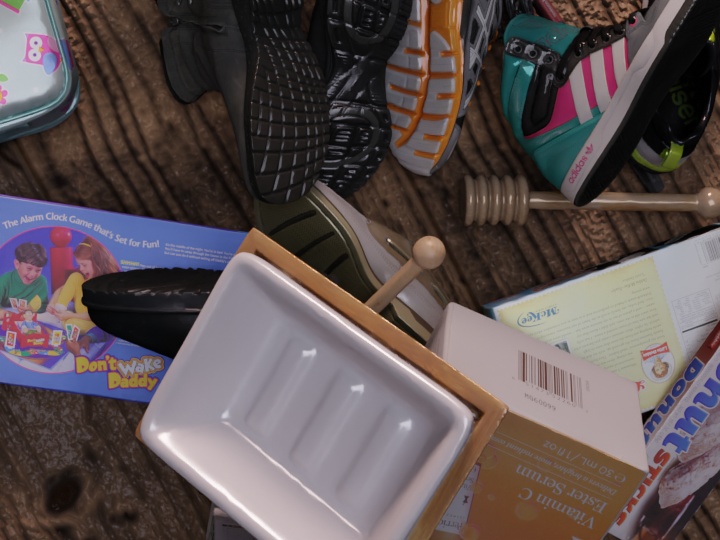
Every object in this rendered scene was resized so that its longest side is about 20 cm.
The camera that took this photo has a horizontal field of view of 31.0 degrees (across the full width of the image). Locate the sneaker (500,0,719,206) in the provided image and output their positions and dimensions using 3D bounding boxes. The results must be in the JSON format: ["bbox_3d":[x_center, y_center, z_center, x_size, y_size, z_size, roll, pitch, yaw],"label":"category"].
[{"bbox_3d":[0.166,-0.159,0.920,0.121,0.084,0.200,41,118,21],"label":"sneaker"}]

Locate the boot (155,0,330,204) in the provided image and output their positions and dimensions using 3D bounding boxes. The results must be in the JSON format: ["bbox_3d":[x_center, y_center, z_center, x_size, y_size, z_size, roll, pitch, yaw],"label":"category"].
[{"bbox_3d":[-0.090,-0.137,0.926,0.068,0.130,0.201,-2,83,-39],"label":"boot"}]

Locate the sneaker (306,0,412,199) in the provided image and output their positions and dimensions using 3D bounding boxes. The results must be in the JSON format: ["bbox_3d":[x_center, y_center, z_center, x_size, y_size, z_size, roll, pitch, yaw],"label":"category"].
[{"bbox_3d":[-0.012,-0.144,0.957,0.076,0.091,0.201,12,112,-17],"label":"sneaker"}]

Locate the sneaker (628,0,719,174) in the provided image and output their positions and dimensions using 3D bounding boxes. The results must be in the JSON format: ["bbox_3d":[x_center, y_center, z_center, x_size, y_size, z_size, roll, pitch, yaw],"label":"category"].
[{"bbox_3d":[0.249,-0.165,0.968,0.071,0.083,0.201,14,78,-9],"label":"sneaker"}]

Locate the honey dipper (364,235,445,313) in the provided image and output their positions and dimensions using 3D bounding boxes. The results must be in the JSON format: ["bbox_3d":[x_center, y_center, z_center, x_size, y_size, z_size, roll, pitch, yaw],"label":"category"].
[{"bbox_3d":[-0.009,0.041,0.924,0.038,0.038,0.200,40,121,-5],"label":"honey dipper"}]

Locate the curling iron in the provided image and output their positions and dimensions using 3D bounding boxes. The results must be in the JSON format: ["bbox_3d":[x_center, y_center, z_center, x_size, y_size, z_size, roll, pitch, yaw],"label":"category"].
[{"bbox_3d":[0.169,-0.139,1.001,0.050,0.026,0.200,-39,100,17],"label":"curling iron"}]

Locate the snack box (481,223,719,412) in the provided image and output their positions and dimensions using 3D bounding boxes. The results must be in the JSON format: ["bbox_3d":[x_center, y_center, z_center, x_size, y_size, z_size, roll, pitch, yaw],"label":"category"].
[{"bbox_3d":[0.205,0.050,0.998,0.199,0.037,0.117,-19,95,-5],"label":"snack box"}]

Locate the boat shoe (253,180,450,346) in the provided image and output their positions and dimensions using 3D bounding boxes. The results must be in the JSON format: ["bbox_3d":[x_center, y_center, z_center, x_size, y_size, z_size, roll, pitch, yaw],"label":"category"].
[{"bbox_3d":[0.000,0.000,0.960,0.075,0.068,0.200,-31,104,35],"label":"boat shoe"}]

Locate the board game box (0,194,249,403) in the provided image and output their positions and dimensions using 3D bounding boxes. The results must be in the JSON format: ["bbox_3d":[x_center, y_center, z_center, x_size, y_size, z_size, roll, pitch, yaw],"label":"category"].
[{"bbox_3d":[-0.181,0.025,0.954,0.199,0.045,0.135,9,90,-6],"label":"board game box"}]

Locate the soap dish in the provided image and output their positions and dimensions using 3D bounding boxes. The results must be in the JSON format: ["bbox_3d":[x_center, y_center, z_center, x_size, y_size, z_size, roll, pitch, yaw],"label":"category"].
[{"bbox_3d":[-0.024,0.092,0.795,0.200,0.081,0.158,35,101,22],"label":"soap dish"}]

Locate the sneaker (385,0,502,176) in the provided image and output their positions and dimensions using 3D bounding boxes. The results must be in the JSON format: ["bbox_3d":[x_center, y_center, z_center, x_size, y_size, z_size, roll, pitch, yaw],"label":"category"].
[{"bbox_3d":[0.067,-0.168,0.962,0.077,0.078,0.201,-8,114,-46],"label":"sneaker"}]

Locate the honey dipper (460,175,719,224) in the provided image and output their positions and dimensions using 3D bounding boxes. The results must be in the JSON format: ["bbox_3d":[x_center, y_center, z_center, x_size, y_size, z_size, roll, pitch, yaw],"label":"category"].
[{"bbox_3d":[0.176,-0.053,0.985,0.199,0.038,0.038,0,91,-5],"label":"honey dipper"}]

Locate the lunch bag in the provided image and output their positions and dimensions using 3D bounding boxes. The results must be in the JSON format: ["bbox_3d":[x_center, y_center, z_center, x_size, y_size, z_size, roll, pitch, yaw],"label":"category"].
[{"bbox_3d":[-0.308,-0.153,0.923,0.199,0.077,0.161,-17,94,-5],"label":"lunch bag"}]

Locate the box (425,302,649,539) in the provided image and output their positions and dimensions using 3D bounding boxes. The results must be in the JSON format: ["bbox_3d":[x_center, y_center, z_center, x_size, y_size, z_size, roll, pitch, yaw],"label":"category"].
[{"bbox_3d":[0.085,0.152,0.913,0.152,0.106,0.201,23,118,-6],"label":"box"}]

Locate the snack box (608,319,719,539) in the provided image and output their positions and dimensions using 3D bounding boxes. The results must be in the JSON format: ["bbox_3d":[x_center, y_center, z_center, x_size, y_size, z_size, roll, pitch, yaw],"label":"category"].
[{"bbox_3d":[0.254,0.123,0.985,0.072,0.024,0.200,30,100,-19],"label":"snack box"}]

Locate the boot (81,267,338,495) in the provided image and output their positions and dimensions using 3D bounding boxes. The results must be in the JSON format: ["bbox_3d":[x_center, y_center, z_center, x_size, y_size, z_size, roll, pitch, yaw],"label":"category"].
[{"bbox_3d":[-0.096,0.083,0.906,0.197,0.073,0.163,2,105,9],"label":"boot"}]

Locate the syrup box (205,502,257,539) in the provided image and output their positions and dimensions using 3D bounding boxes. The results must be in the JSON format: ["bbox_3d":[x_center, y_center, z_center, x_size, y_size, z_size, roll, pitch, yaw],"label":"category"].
[{"bbox_3d":[-0.068,0.210,0.891,0.081,0.200,0.079,9,90,-6],"label":"syrup box"}]
